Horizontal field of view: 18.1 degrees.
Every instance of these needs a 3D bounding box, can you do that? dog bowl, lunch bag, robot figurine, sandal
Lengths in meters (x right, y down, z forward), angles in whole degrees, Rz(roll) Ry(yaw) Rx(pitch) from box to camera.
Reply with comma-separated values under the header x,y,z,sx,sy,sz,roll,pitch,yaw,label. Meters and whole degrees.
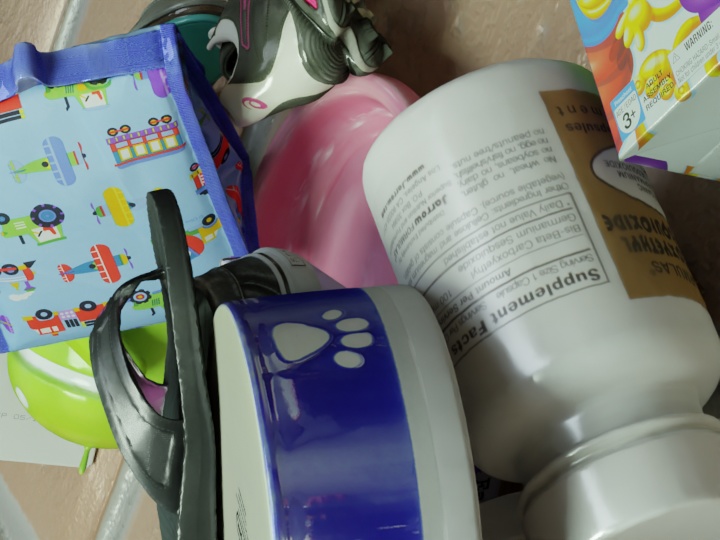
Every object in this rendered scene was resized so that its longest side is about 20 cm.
x,y,z,sx,sy,sz,roll,pitch,yaw,label
-0.011,0.108,0.902,0.200,0.078,0.202,176,90,-80,dog bowl
-0.143,-0.050,1.129,0.200,0.150,0.095,69,-169,-62,lunch bag
-0.139,0.014,1.313,0.176,0.115,0.201,-106,31,-74,robot figurine
-0.089,0.067,0.956,0.075,0.048,0.202,-144,51,-76,sandal

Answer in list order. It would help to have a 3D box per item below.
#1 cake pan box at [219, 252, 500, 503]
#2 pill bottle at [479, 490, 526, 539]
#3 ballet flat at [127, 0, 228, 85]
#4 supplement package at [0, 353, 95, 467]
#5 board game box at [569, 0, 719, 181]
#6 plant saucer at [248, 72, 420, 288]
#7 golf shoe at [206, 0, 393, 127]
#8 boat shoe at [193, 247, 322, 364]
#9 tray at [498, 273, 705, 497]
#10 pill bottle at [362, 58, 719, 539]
x,y,z,sx,sy,sz,roll,pitch,yaw,label
-0.014,0.109,1.077,0.184,0.052,0.201,31,120,45,cake pan box
0.087,0.198,0.933,0.113,0.112,0.201,-44,49,43,pill bottle
-0.111,-0.127,1.313,0.200,0.067,0.064,122,149,-63,ballet flat
-0.266,0.023,1.471,0.200,0.151,0.152,24,103,56,supplement package
0.147,-0.148,0.929,0.105,0.103,0.201,-45,48,42,board game box
0.000,0.000,1.162,0.200,0.051,0.202,-25,60,55,plant saucer
-0.047,-0.144,1.194,0.088,0.077,0.200,-36,24,9,golf shoe
-0.060,0.090,1.034,0.072,0.071,0.201,13,108,52,boat shoe
0.078,0.058,1.049,0.201,0.037,0.099,-64,38,26,tray
0.083,0.025,0.919,0.114,0.114,0.201,-46,54,41,pill bottle
